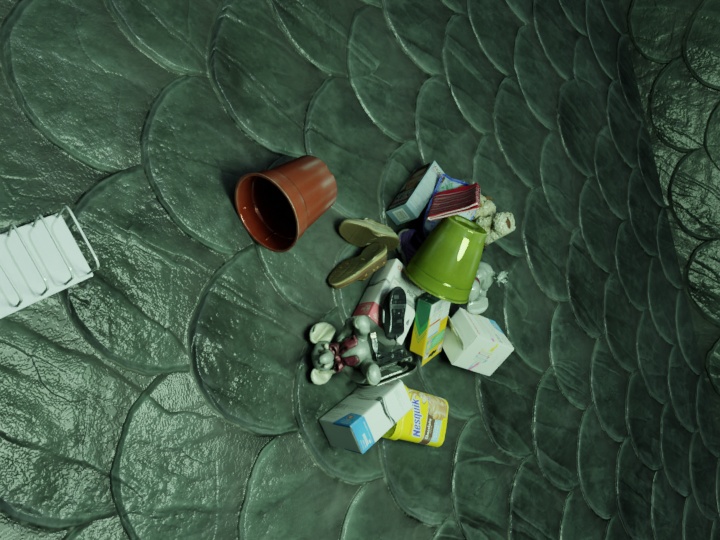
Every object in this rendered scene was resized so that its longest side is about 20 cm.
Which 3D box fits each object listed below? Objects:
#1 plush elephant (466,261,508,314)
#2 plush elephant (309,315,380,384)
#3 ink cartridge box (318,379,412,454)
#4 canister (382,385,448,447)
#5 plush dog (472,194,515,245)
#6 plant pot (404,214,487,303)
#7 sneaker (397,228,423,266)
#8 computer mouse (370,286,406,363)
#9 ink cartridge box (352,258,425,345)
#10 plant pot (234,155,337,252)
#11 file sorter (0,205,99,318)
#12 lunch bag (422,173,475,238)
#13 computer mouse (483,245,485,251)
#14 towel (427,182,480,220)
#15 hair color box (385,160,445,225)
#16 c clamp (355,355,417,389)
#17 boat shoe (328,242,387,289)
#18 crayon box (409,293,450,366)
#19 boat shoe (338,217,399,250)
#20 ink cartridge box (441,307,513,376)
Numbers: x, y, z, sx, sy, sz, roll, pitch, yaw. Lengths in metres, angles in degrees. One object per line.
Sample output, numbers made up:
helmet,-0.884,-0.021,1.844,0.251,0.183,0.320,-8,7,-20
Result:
plush elephant,0.339,0.044,1.666,0.154,0.199,0.167,-25,105,-34
plush elephant,-0.056,0.209,1.351,0.152,0.200,0.168,-11,87,-15
ink cartridge box,0.016,0.369,1.384,0.199,0.144,0.085,-32,103,-36
canister,0.153,0.414,1.522,0.198,0.086,0.151,23,69,-34
plush dog,0.419,-0.180,1.815,0.174,0.159,0.199,62,24,6
plant pot,0.250,-0.046,1.473,0.198,0.200,0.195,9,115,-36
sneaker,0.173,-0.030,1.611,0.080,0.083,0.202,-35,104,-36
computer mouse,0.065,0.145,1.418,0.139,0.046,0.204,-5,96,-47
ink cartridge box,0.086,0.089,1.524,0.146,0.082,0.202,41,60,-24
plant pot,-0.170,-0.179,1.316,0.195,0.199,0.203,-41,107,-43
file sorter,-0.609,-0.016,0.980,0.199,0.124,0.140,-33,102,-36
lunch bag,0.274,-0.164,1.651,0.202,0.123,0.170,-63,153,-1
computer mouse,0.296,-0.058,1.654,0.197,0.034,0.059,-15,53,-12
towel,0.260,-0.192,1.481,0.200,0.142,0.023,-63,137,-63
hair color box,0.169,-0.236,1.632,0.061,0.098,0.201,46,58,-20
c clamp,0.067,0.275,1.457,0.197,0.170,0.028,-17,102,-24
boat shoe,0.000,0.000,1.478,0.199,0.072,0.068,-34,131,-26
crayon box,0.204,0.163,1.572,0.125,0.051,0.203,-24,127,-50
boat shoe,0.020,-0.112,1.525,0.197,0.073,0.066,13,39,-31
ink cartridge box,0.342,0.217,1.646,0.198,0.126,0.129,21,27,-32
